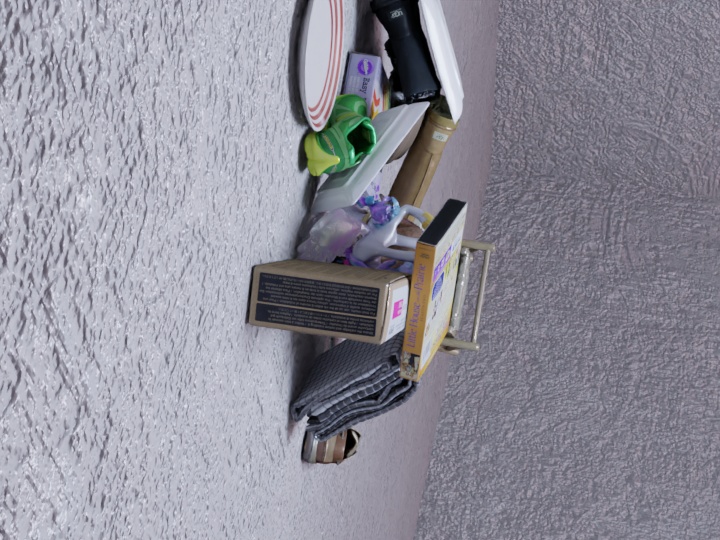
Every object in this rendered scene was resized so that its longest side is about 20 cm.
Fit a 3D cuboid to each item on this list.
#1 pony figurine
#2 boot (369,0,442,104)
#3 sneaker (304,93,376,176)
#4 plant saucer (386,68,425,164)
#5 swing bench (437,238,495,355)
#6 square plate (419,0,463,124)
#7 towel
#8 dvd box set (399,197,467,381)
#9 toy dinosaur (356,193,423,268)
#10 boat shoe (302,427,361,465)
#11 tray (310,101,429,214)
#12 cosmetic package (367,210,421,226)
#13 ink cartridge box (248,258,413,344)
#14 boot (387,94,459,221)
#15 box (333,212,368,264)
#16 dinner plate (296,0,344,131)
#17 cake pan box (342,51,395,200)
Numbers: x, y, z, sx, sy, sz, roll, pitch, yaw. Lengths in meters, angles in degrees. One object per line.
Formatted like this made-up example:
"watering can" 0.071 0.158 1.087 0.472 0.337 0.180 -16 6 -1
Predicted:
"pony figurine" 0.009 -0.029 1.561 0.194 0.199 0.167 -57 160 -33
"boot" 0.069 -0.333 1.695 0.200 0.076 0.170 -67 143 -80
"sneaker" -0.015 -0.177 1.504 0.200 0.083 0.075 -66 154 -57
"plant saucer" 0.069 -0.265 1.819 0.200 0.029 0.202 -165 -90 -73
"swing bench" 0.120 0.035 2.055 0.130 0.198 0.201 150 -48 -72
"square plate" 0.121 -0.342 1.694 0.200 0.028 0.200 -85 158 -66
"towel" 0.009 0.152 1.610 0.086 0.199 0.166 52 24 -12
"dvd box set" 0.095 0.024 1.472 0.146 0.029 0.202 -51 152 -56
"toy dinosaur" 0.069 -0.021 1.663 0.086 0.134 0.202 51 33 -51
"boat shoe" -0.036 0.274 1.787 0.200 0.071 0.077 -14 112 -79
"tray" 0.008 -0.159 1.530 0.022 0.107 0.201 47 62 -23
"cosmetic package" 0.049 0.002 1.956 0.073 0.102 0.202 35 63 -78
"ink cartridge box" -0.031 0.034 1.374 0.200 0.163 0.076 -12 110 -78
"boot" 0.088 -0.183 1.831 0.175 0.066 0.201 -91 -157 -65
"box" 0.000 0.000 1.801 0.200 0.060 0.118 -62 158 -61
"dinner plate" -0.052 -0.276 1.405 0.200 0.024 0.202 9 90 -80
"cake pan box" 0.005 -0.206 1.699 0.200 0.052 0.186 52 49 -76
